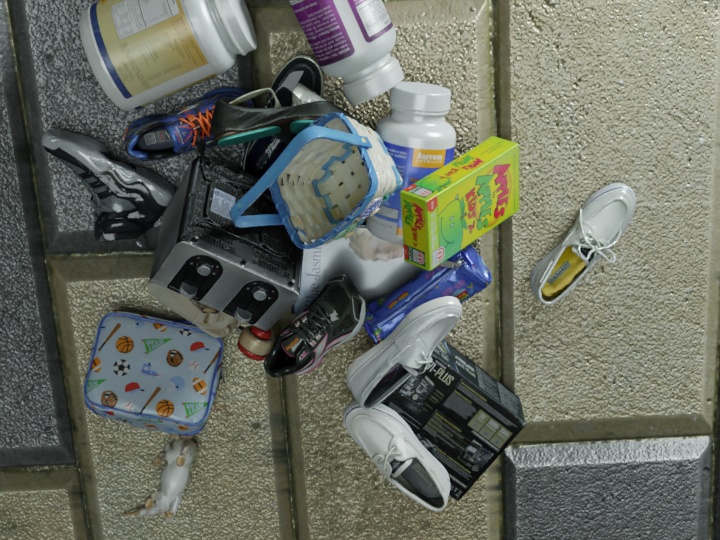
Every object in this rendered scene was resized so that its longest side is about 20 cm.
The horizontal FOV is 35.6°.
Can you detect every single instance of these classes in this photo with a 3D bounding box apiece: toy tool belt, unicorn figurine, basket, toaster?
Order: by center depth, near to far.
[{"bbox_3d":[-0.051,-0.115,1.416,0.176,0.198,0.141,-41,63,34],"label":"basket"},{"bbox_3d":[-0.171,-0.041,1.480,0.179,0.202,0.119,25,132,-22],"label":"toaster"},{"bbox_3d":[-0.190,0.023,1.568,0.198,0.125,0.124,33,106,3],"label":"toy tool belt"},{"bbox_3d":[-0.290,0.320,1.682,0.073,0.137,0.202,32,92,0],"label":"unicorn figurine"}]

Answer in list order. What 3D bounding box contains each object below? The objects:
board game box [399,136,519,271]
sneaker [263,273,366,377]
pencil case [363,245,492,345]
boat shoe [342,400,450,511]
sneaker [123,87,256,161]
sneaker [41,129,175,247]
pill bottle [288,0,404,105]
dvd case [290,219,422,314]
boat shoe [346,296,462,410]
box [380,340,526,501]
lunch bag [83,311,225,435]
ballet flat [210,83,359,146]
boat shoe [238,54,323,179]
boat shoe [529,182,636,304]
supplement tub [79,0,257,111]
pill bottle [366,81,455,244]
[{"bbox_3d":[0.136,-0.092,1.492,0.047,0.199,0.103,21,130,38],"label":"board game box"},{"bbox_3d":[-0.068,0.092,1.573,0.080,0.086,0.201,46,126,16],"label":"sneaker"},{"bbox_3d":[0.090,0.035,1.571,0.199,0.087,0.079,-36,71,13],"label":"pencil case"},{"bbox_3d":[0.052,0.266,1.588,0.072,0.066,0.200,-38,105,13],"label":"boat shoe"},{"bbox_3d":[-0.233,-0.189,1.523,0.197,0.079,0.076,-21,108,8],"label":"sneaker"},{"bbox_3d":[-0.364,-0.108,1.553,0.198,0.076,0.115,27,104,-11],"label":"sneaker"},{"bbox_3d":[-0.020,-0.324,1.458,0.111,0.113,0.202,-24,107,8],"label":"pill bottle"},{"bbox_3d":[0.000,0.000,1.616,0.196,0.018,0.145,4,109,-1],"label":"dvd case"},{"bbox_3d":[0.064,0.116,1.530,0.199,0.069,0.072,-36,140,12],"label":"boat shoe"},{"bbox_3d":[0.116,0.209,1.648,0.199,0.086,0.165,36,107,-11],"label":"box"},{"bbox_3d":[-0.292,0.144,1.613,0.196,0.076,0.163,13,69,-6],"label":"lunch bag"},{"bbox_3d":[-0.099,-0.208,1.469,0.196,0.068,0.070,-5,84,-10],"label":"ballet flat"},{"bbox_3d":[-0.109,-0.198,1.528,0.074,0.062,0.202,28,105,-7],"label":"boat shoe"},{"bbox_3d":[0.314,-0.031,1.566,0.074,0.086,0.202,40,105,-12],"label":"boat shoe"},{"bbox_3d":[-0.246,-0.307,1.449,0.197,0.145,0.146,-21,107,7],"label":"supplement tub"},{"bbox_3d":[0.071,-0.147,1.516,0.110,0.112,0.204,6,109,-1],"label":"pill bottle"}]
